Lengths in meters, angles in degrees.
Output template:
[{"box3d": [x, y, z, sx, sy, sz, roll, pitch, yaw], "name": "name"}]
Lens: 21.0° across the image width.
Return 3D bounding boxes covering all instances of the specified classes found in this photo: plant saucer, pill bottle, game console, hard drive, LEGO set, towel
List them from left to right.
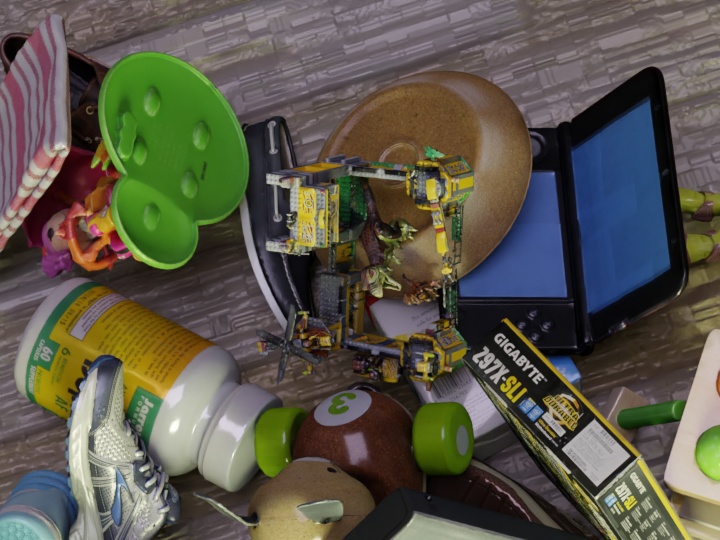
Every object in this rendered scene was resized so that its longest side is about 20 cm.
[{"box3d": [-0.293, -0.099, 1.606, 0.030, 0.200, 0.147, 15, 47, -31], "name": "towel"}, {"box3d": [-0.166, 0.095, 1.548, 0.200, 0.113, 0.113, 27, 76, 17], "name": "pill bottle"}, {"box3d": [0.000, 0.000, 1.432, 0.153, 0.116, 0.201, 18, 109, 29], "name": "LEGO set"}, {"box3d": [0.037, -0.077, 1.528, 0.200, 0.035, 0.201, -13, 61, 24], "name": "plant saucer"}, {"box3d": [0.063, 0.222, 1.375, 0.140, 0.200, 0.033, -47, 44, 27], "name": "hard drive"}, {"box3d": [0.146, -0.047, 1.485, 0.172, 0.119, 0.201, 0, 62, -4], "name": "game console"}]

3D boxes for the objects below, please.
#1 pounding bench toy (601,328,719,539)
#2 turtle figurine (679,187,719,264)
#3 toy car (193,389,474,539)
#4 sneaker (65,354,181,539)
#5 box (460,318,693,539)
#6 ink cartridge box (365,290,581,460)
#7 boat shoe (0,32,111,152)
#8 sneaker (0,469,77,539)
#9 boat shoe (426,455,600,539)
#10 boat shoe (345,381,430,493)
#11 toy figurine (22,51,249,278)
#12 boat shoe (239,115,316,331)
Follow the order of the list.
[{"box3d": [0.266, 0.123, 1.440, 0.199, 0.156, 0.125, 16, 73, 15], "name": "pounding bench toy"}, {"box3d": [0.316, -0.033, 1.539, 0.161, 0.064, 0.201, -10, 69, 6], "name": "turtle figurine"}, {"box3d": [-0.030, 0.161, 1.396, 0.164, 0.200, 0.158, -4, 82, 26], "name": "toy car"}, {"box3d": [-0.177, 0.162, 1.477, 0.085, 0.077, 0.201, 1, 101, 2], "name": "sneaker"}, {"box3d": [0.164, 0.140, 1.410, 0.049, 0.200, 0.160, -42, 52, -4], "name": "box"}, {"box3d": [0.078, 0.042, 1.549, 0.116, 0.067, 0.200, -29, 68, -4], "name": "ink cartridge box"}, {"box3d": [-0.228, -0.142, 1.670, 0.200, 0.070, 0.071, 27, 75, 16], "name": "boat shoe"}, {"box3d": [-0.278, 0.242, 1.539, 0.079, 0.131, 0.200, 38, 115, -3], "name": "sneaker"}, {"box3d": [0.140, 0.213, 1.478, 0.202, 0.075, 0.075, 42, 116, 14], "name": "boat shoe"}, {"box3d": [0.027, 0.183, 1.510, 0.072, 0.061, 0.202, -21, 68, 1], "name": "boat shoe"}, {"box3d": [-0.209, -0.053, 1.582, 0.184, 0.150, 0.200, -29, 40, 39], "name": "toy figurine"}, {"box3d": [-0.065, -0.040, 1.601, 0.060, 0.076, 0.200, -22, 68, 7], "name": "boat shoe"}]
